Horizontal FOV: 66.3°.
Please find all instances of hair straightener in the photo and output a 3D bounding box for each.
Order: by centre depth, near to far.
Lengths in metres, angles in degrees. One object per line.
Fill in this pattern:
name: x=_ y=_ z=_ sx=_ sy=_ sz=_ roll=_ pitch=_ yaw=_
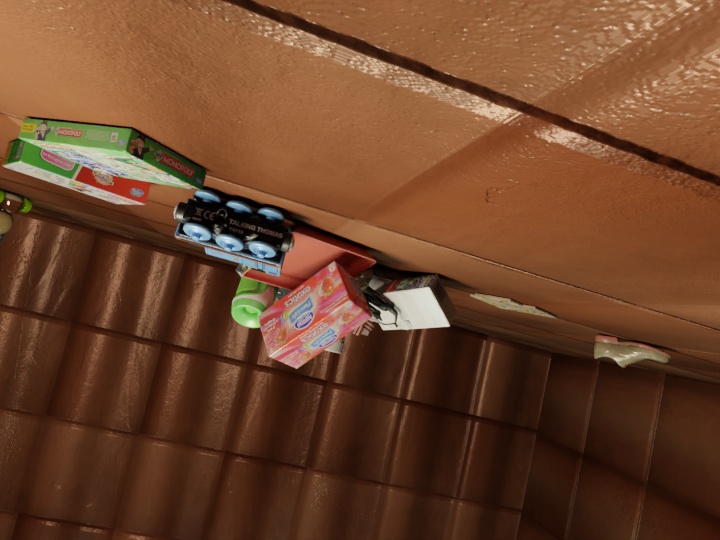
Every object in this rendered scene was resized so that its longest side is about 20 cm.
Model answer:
hair straightener: x=0.004 y=0.066 z=1.221 sx=0.199 sy=0.077 sz=0.041 roll=41 pitch=141 yaw=1

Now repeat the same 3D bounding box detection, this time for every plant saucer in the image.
plant saucer: x=-0.101 y=-0.018 z=1.072 sx=0.196 sy=0.038 sz=0.198 roll=18 pitch=145 yaw=-35

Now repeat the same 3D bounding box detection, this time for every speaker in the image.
speaker: x=-0.211 y=0.017 z=1.168 sx=0.085 sy=0.204 sz=0.090 roll=6 pitch=139 yaw=5

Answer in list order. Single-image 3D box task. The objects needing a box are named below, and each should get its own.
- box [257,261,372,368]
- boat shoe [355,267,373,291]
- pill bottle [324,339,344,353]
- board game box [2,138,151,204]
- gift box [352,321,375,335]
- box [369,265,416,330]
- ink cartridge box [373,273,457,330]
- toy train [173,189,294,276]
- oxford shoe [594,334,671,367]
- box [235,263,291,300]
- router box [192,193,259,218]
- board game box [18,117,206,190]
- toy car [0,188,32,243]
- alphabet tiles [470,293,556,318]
box: x=-0.089 y=0.091 z=1.074 sx=0.102 sy=0.197 sz=0.096 roll=39 pitch=-159 yaw=-54
boat shoe: x=-0.063 y=-0.022 z=1.181 sx=0.195 sy=0.073 sz=0.068 roll=20 pitch=141 yaw=-8
pill bottle: x=-0.069 y=0.099 z=1.405 sx=0.110 sy=0.207 sz=0.114 roll=13 pitch=175 yaw=1
board game box: x=-0.478 y=-0.163 z=0.932 sx=0.197 sy=0.042 sz=0.151 roll=20 pitch=173 yaw=-43
gift box: x=-0.023 y=0.171 z=2.420 sx=0.196 sy=0.190 sz=0.185 roll=14 pitch=-175 yaw=-41
box: x=0.040 y=0.057 z=1.316 sx=0.194 sy=0.120 sz=0.061 roll=14 pitch=-157 yaw=-8
ink cartridge box: x=0.109 y=0.075 z=1.246 sx=0.196 sy=0.051 sz=0.111 roll=-9 pitch=121 yaw=44
toy train: x=-0.203 y=-0.059 z=0.896 sx=0.194 sy=0.089 sz=0.115 roll=15 pitch=157 yaw=-6
oxford shoe: x=0.745 y=0.233 z=1.517 sx=0.196 sy=0.077 sz=0.070 roll=9 pitch=172 yaw=42
box: x=-0.176 y=0.004 z=1.308 sx=0.194 sy=0.109 sz=0.123 roll=12 pitch=154 yaw=19
router box: x=-0.253 y=-0.085 z=1.052 sx=0.153 sy=0.054 sz=0.199 roll=16 pitch=175 yaw=-18
board game box: x=-0.315 y=-0.148 z=0.708 sx=0.195 sy=0.030 sz=0.134 roll=12 pitch=173 yaw=25
toy car: x=-1.347 y=-0.196 z=2.037 sx=0.153 sy=0.207 sz=0.164 roll=12 pitch=174 yaw=12
alphabet tiles: x=0.376 y=0.086 z=1.378 sx=0.164 sy=0.008 sz=0.197 roll=10 pitch=173 yaw=44
